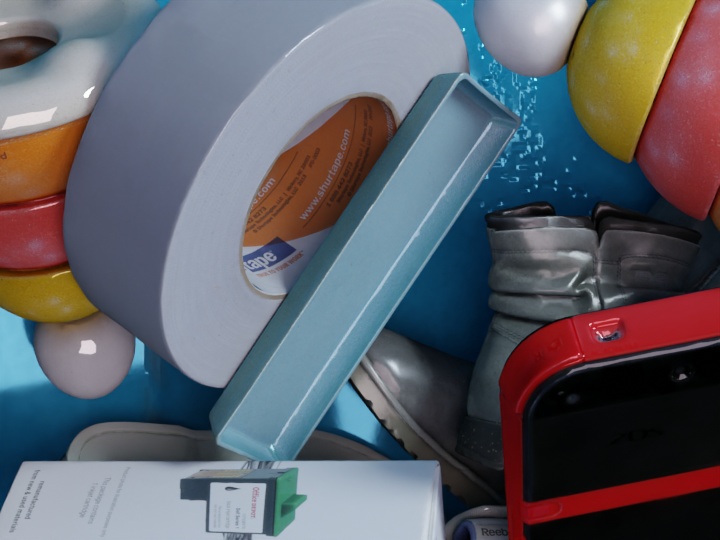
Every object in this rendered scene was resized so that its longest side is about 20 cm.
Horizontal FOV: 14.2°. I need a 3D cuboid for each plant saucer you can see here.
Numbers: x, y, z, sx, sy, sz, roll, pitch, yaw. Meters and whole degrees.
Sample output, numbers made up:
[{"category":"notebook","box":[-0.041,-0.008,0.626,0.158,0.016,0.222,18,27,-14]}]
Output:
[{"category":"plant saucer","box":[0.000,0.000,1.324,0.200,0.019,0.070,-57,149,1]}]

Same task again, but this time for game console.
[{"category":"game console","box":[0.162,0.077,1.293,0.199,0.031,0.177,-11,135,-5]}]

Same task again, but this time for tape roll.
[{"category":"tape roll","box":[-0.040,-0.048,1.301,0.066,0.200,0.201,35,93,28]}]

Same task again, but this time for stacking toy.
[{"category":"stacking toy","box":[-0.147,-0.027,1.333,0.146,0.146,0.201,-14,122,-9]},{"category":"stacking toy","box":[0.146,-0.088,1.314,0.199,0.146,0.147,24,96,8]}]

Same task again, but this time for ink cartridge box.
[{"category":"ink cartridge box","box":[-0.057,0.166,1.315,0.199,0.084,0.147,0,118,8]}]

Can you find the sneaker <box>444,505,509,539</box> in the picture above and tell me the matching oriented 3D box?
[{"category":"sneaker","box":[0.088,0.147,1.372,0.199,0.075,0.087,-16,134,-3]}]

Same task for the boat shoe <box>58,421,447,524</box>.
[{"category":"boat shoe","box":[-0.056,0.119,1.408,0.199,0.073,0.062,10,142,-21]}]

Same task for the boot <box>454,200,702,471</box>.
[{"category":"boot","box":[0.145,0.040,1.358,0.199,0.068,0.131,11,92,-18]}]

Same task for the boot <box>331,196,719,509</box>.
[{"category":"boot","box":[0.104,0.025,1.405,0.200,0.073,0.182,-45,122,6]}]
